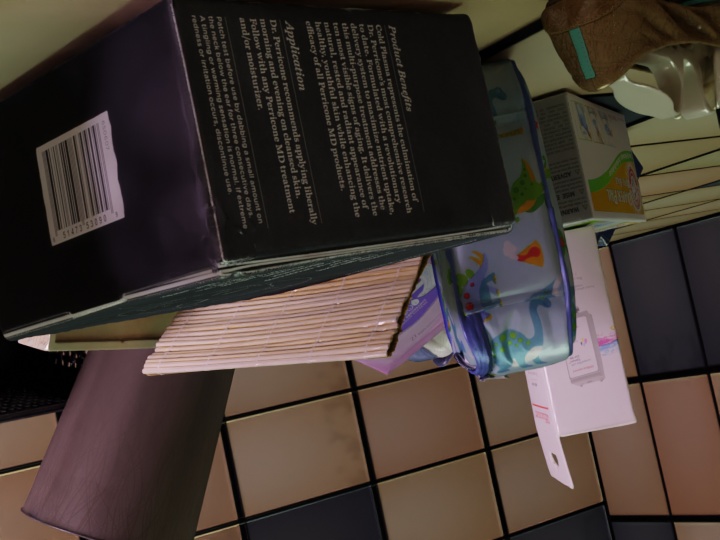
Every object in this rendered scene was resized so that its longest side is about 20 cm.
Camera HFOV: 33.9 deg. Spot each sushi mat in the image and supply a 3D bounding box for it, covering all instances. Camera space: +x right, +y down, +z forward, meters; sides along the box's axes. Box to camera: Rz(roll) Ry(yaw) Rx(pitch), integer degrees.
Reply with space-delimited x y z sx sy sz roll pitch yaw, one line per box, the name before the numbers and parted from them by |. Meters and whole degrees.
sushi mat | -0.049 0.023 0.747 0.199 0.096 0.012 -7 137 35

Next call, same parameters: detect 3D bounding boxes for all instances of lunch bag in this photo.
lunch bag | 0.085 -0.029 0.789 0.082 0.201 0.161 -11 177 3

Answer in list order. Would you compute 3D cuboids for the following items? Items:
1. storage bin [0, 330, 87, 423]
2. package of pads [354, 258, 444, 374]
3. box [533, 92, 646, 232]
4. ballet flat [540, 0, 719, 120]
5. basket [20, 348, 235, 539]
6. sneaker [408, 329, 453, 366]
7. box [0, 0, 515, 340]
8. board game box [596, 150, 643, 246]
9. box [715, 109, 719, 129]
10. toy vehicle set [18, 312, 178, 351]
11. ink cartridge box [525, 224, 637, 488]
storage bin | -0.294 0.043 0.940 0.093 0.136 0.200 9 -175 24
package of pads | 0.000 0.000 0.881 0.121 0.076 0.200 -45 144 11
box | 0.164 -0.080 1.013 0.112 0.102 0.200 -13 176 25
ballet flat | 0.175 -0.122 0.672 0.068 0.073 0.200 -15 175 40
basket | -0.174 0.116 0.962 0.135 0.201 0.180 15 169 9
sneaker | 0.073 -0.012 1.054 0.146 0.201 0.081 -10 145 41
box | -0.064 -0.049 0.614 0.196 0.125 0.200 -7 174 -44
board game box | 0.161 -0.043 1.217 0.199 0.200 0.062 -2 140 49
box | 0.340 -0.083 0.795 0.086 0.201 0.163 -8 174 -46
toy vehicle set | -0.141 -0.011 0.803 0.026 0.125 0.200 12 -176 30
ink cartridge box | 0.173 0.071 0.978 0.067 0.201 0.116 -11 177 0
